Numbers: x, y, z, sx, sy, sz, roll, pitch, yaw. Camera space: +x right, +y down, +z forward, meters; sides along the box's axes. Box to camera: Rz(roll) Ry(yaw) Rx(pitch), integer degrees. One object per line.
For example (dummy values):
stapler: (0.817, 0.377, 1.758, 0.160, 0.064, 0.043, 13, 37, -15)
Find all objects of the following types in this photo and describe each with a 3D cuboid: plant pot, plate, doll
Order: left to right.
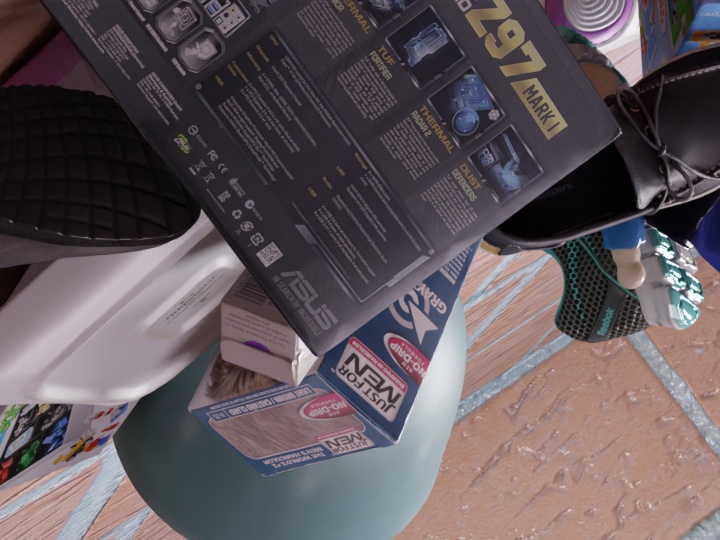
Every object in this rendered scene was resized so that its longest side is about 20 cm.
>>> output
plate: (-0.084, 0.004, 1.046, 0.200, 0.032, 0.200, -42, 166, 11)
plant pot: (-0.030, 0.043, 1.262, 0.200, 0.201, 0.161, -31, 161, -30)
doll: (0.189, -0.043, 1.246, 0.137, 0.200, 0.048, -52, 178, 9)

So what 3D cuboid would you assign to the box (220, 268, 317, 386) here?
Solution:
box: (0.001, -0.029, 1.028, 0.200, 0.041, 0.039, -55, 158, -40)

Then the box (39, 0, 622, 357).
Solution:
box: (-0.013, -0.088, 0.889, 0.158, 0.200, 0.051, -37, -154, 1)

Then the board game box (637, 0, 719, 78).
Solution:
board game box: (0.185, -0.186, 1.263, 0.037, 0.151, 0.200, -2, 167, -1)

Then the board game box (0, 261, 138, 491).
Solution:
board game box: (-0.143, 0.041, 1.148, 0.126, 0.035, 0.200, -18, 153, -49)

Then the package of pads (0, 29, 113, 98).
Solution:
package of pads: (-0.075, -0.081, 1.034, 0.120, 0.076, 0.200, -36, 171, 26)

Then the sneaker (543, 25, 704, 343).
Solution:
sneaker: (0.128, -0.048, 1.324, 0.091, 0.200, 0.078, -24, 157, 23)

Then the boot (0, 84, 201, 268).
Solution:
boot: (-0.177, -0.016, 0.927, 0.200, 0.070, 0.132, 2, 154, -25)

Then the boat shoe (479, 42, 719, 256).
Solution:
boat shoe: (0.145, -0.062, 1.188, 0.200, 0.075, 0.062, -24, -174, 0)

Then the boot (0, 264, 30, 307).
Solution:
boot: (-0.138, 0.001, 1.206, 0.166, 0.072, 0.200, -36, 167, 15)

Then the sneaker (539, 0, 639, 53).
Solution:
sneaker: (0.167, -0.186, 1.469, 0.200, 0.075, 0.100, -25, 180, -32)

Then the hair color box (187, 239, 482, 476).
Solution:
hair color box: (0.000, 0.000, 1.132, 0.100, 0.061, 0.200, -19, -143, 45)
